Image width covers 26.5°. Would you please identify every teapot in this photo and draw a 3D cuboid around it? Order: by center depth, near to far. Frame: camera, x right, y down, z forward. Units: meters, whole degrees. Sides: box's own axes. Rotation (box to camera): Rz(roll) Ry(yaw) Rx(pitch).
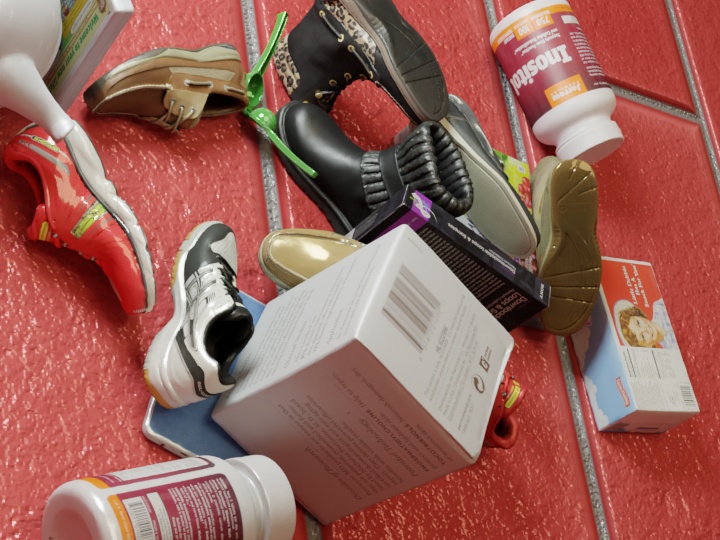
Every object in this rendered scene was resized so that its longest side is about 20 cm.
[{"bbox_3d":[-0.341,-0.219,1.373,0.146,0.196,0.201,39,56,-52],"label":"teapot"}]

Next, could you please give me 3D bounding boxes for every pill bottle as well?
[{"bbox_3d":[-0.157,0.215,1.283,0.199,0.109,0.110,-5,67,-43],"label":"pill bottle"},{"bbox_3d":[0.252,-0.233,1.930,0.113,0.113,0.201,-12,71,-45],"label":"pill bottle"}]

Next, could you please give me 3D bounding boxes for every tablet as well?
[{"bbox_3d":[-0.130,0.100,1.452,0.130,0.014,0.201,31,46,-22],"label":"tablet"}]

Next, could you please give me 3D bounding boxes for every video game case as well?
[{"bbox_3d":[-0.281,-0.260,1.416,0.022,0.200,0.183,-9,70,-36],"label":"video game case"}]

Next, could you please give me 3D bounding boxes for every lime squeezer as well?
[{"bbox_3d":[-0.094,-0.176,1.628,0.070,0.038,0.201,-11,66,0],"label":"lime squeezer"}]

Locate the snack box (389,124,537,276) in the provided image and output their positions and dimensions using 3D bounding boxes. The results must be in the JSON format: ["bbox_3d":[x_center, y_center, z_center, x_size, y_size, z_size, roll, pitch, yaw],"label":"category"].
[{"bbox_3d":[0.116,-0.054,1.728,0.168,0.068,0.201,23,50,-30],"label":"snack box"}]

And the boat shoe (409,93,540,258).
[{"bbox_3d":[0.138,-0.105,1.679,0.068,0.072,0.200,-33,85,-42],"label":"boat shoe"}]

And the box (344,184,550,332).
[{"bbox_3d":[0.080,0.008,1.602,0.200,0.143,0.036,36,44,-19],"label":"box"}]

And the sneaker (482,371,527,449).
[{"bbox_3d":[0.127,0.108,1.547,0.077,0.084,0.201,-60,150,-34],"label":"sneaker"}]

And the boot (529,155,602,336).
[{"bbox_3d":[0.229,-0.033,1.787,0.072,0.155,0.202,-1,97,-5],"label":"boot"}]

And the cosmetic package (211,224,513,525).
[{"bbox_3d":[0.004,0.098,1.418,0.166,0.199,0.168,45,41,-19],"label":"cosmetic package"}]

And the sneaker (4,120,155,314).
[{"bbox_3d":[-0.258,-0.040,1.392,0.085,0.077,0.201,-30,86,-27],"label":"sneaker"}]

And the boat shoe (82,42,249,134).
[{"bbox_3d":[-0.185,-0.179,1.542,0.199,0.076,0.074,-19,80,-45],"label":"boat shoe"}]

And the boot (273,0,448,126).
[{"bbox_3d":[-0.004,-0.215,1.666,0.200,0.150,0.073,54,42,3],"label":"boot"}]

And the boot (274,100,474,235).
[{"bbox_3d":[0.015,-0.120,1.615,0.212,0.158,0.079,53,43,0],"label":"boot"}]

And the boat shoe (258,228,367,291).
[{"bbox_3d":[0.000,0.000,1.495,0.199,0.076,0.072,15,77,-9],"label":"boat shoe"}]

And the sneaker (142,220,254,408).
[{"bbox_3d":[-0.130,0.038,1.408,0.076,0.087,0.201,49,40,-42],"label":"sneaker"}]

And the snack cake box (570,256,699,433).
[{"bbox_3d":[0.313,0.088,1.810,0.114,0.067,0.201,6,60,-37],"label":"snack cake box"}]
